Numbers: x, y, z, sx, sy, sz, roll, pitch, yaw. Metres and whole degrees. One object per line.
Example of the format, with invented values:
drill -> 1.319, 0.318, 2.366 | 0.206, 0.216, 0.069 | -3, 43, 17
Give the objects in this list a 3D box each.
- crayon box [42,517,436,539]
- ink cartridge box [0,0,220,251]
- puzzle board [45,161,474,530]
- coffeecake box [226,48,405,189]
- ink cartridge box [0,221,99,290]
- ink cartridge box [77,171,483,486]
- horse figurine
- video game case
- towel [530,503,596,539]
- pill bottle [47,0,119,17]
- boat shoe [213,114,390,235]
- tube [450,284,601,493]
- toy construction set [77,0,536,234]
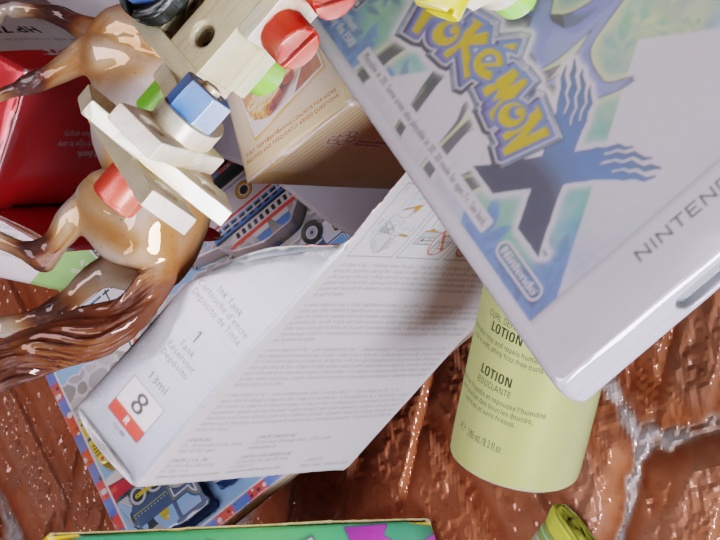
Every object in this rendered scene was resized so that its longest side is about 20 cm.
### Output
crayon box -> -0.084, 0.171, 1.198 | 0.173, 0.199, 0.058 | -45, 56, 40
ink cartridge box -> -0.155, -0.079, 1.209 | 0.200, 0.116, 0.068 | 29, 110, 30
puzzle board -> -0.052, 0.023, 1.243 | 0.200, 0.017, 0.151 | -39, 57, 14
coffeecake box -> 0.009, -0.137, 1.127 | 0.073, 0.153, 0.201 | -34, 64, 44
ink cartridge box -> -0.129, -0.094, 1.324 | 0.117, 0.067, 0.201 | 12, 101, 10
ink cartridge box -> 0.000, 0.000, 1.094 | 0.050, 0.162, 0.200 | 47, 111, 22
horse figurine -> -0.100, -0.047, 1.075 | 0.132, 0.050, 0.201 | -8, 69, 24
video game case -> 0.090, -0.084, 0.950 | 0.182, 0.022, 0.200 | -41, 54, 10
towel -> 0.061, 0.197, 1.168 | 0.200, 0.018, 0.086 | -62, 41, 30
pill bottle -> -0.081, -0.210, 1.222 | 0.113, 0.113, 0.201 | -32, 35, 45
boat shoe -> -0.025, -0.069, 1.217 | 0.200, 0.056, 0.069 | 41, 112, 37
tube -> 0.075, -0.018, 1.012 | 0.052, 0.058, 0.201 | -83, 5, -67
toy construction set -> -0.017, -0.094, 0.957 | 0.200, 0.092, 0.131 | -40, 54, -2
